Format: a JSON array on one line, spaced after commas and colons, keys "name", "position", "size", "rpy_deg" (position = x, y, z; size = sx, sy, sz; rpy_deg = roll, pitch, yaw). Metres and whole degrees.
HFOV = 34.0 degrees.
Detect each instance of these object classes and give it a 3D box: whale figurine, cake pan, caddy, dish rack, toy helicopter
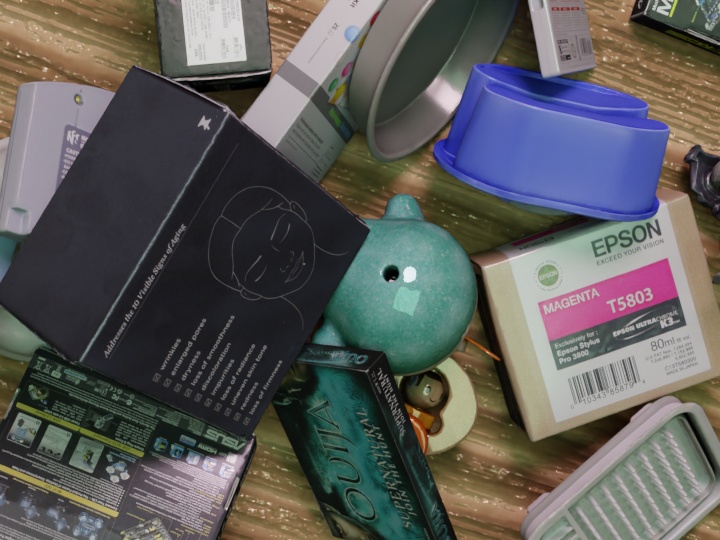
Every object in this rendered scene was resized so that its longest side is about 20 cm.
[{"name": "whale figurine", "position": [0.000, 0.000, 0.970], "size": [0.198, 0.104, 0.160], "rpy_deg": [29, 81, 15]}, {"name": "cake pan", "position": [0.059, -0.181, 0.958], "size": [0.037, 0.200, 0.201], "rpy_deg": [37, 90, 19]}, {"name": "caddy", "position": [0.161, -0.097, 0.988], "size": [0.197, 0.142, 0.106], "rpy_deg": [11, 112, -7]}, {"name": "dish rack", "position": [0.232, 0.206, 1.048], "size": [0.199, 0.044, 0.172], "rpy_deg": [-40, 132, -2]}, {"name": "toy helicopter", "position": [0.032, 0.065, 1.029], "size": [0.132, 0.079, 0.201], "rpy_deg": [-37, 86, 5]}]

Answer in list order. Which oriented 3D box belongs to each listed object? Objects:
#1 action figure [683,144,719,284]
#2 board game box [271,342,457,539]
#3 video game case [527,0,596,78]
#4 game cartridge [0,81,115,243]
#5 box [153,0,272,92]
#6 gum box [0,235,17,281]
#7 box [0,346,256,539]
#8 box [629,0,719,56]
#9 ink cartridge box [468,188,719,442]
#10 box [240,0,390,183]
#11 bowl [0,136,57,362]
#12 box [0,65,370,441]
[{"name": "action figure", "position": [0.378, -0.034, 1.024], "size": [0.198, 0.104, 0.195], "rpy_deg": [29, 56, -19]}, {"name": "board game box", "position": [-0.004, 0.151, 0.980], "size": [0.028, 0.134, 0.202], "rpy_deg": [-42, 121, -38]}, {"name": "video game case", "position": [0.157, -0.264, 0.981], "size": [0.018, 0.143, 0.203], "rpy_deg": [-9, 97, 25]}, {"name": "game cartridge", "position": [-0.195, -0.070, 0.941], "size": [0.199, 0.040, 0.135], "rpy_deg": [22, 74, -49]}, {"name": "box", "position": [-0.121, -0.248, 0.935], "size": [0.085, 0.164, 0.203], "rpy_deg": [-6, 95, -5]}, {"name": "gum box", "position": [-0.369, 0.002, 0.935], "size": [0.198, 0.044, 0.172], "rpy_deg": [21, 93, 31]}, {"name": "box", "position": [-0.202, 0.174, 0.946], "size": [0.197, 0.049, 0.163], "rpy_deg": [21, 69, 1]}, {"name": "box", "position": [0.362, -0.286, 1.046], "size": [0.191, 0.048, 0.203], "rpy_deg": [18, 94, -5]}, {"name": "ink cartridge box", "position": [0.211, 0.038, 1.044], "size": [0.197, 0.075, 0.167], "rpy_deg": [-19, 98, -4]}, {"name": "box", "position": [-0.008, -0.171, 0.958], "size": [0.041, 0.156, 0.201], "rpy_deg": [35, 90, 12]}, {"name": "bowl", "position": [-0.266, -0.015, 0.978], "size": [0.198, 0.090, 0.204], "rpy_deg": [-1, 96, -7]}, {"name": "box", "position": [-0.127, -0.007, 0.884], "size": [0.202, 0.123, 0.196], "rpy_deg": [-59, 143, -5]}]
